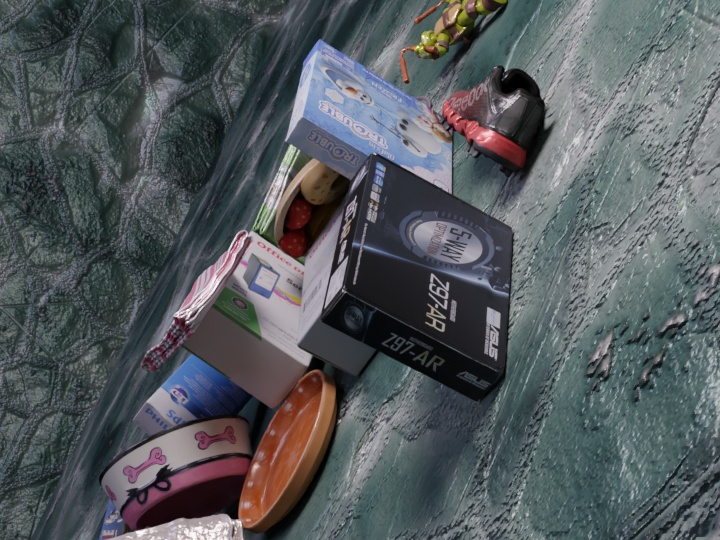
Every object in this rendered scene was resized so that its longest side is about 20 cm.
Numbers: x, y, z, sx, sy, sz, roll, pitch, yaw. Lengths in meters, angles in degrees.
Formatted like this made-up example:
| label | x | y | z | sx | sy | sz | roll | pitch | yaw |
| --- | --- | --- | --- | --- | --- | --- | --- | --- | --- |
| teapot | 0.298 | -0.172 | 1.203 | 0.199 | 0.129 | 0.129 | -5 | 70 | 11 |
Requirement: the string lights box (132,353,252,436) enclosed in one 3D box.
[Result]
| label | x | y | z | sx | sy | sz | roll | pitch | yaw |
| --- | --- | --- | --- | --- | --- | --- | --- | --- | --- |
| string lights box | -0.208 | 0.165 | 1.703 | 0.059 | 0.103 | 0.200 | -47 | 1 | 45 |

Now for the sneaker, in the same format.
| label | x | y | z | sx | sy | sz | roll | pitch | yaw |
| --- | --- | --- | --- | --- | --- | --- | --- | --- | --- |
| sneaker | 0.141 | -0.167 | 1.299 | 0.098 | 0.071 | 0.200 | -59 | 17 | 11 |

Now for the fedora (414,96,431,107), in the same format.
| label | x | y | z | sx | sy | sz | roll | pitch | yaw |
| --- | --- | --- | --- | --- | --- | --- | --- | --- | --- |
| fedora | 0.006 | -0.178 | 1.731 | 0.200 | 0.090 | 0.177 | -44 | 23 | 50 |

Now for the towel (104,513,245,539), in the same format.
| label | x | y | z | sx | sy | sz | roll | pitch | yaw |
| --- | --- | --- | --- | --- | --- | --- | --- | --- | --- |
| towel | -0.219 | 0.343 | 1.371 | 0.133 | 0.199 | 0.035 | -106 | 2 | -45 |

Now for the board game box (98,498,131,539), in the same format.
| label | x | y | z | sx | sy | sz | roll | pitch | yaw |
| --- | --- | --- | --- | --- | --- | --- | --- | --- | --- |
| board game box | -0.368 | 0.426 | 1.899 | 0.200 | 0.034 | 0.136 | -91 | 1 | -62 |

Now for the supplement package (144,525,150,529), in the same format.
| label | x | y | z | sx | sy | sz | roll | pitch | yaw |
| --- | --- | --- | --- | --- | --- | --- | --- | --- | --- |
| supplement package | -0.263 | 0.443 | 1.487 | 0.200 | 0.111 | 0.156 | -56 | 16 | 23 |

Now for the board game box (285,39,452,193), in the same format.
| label | x | y | z | sx | sy | sz | roll | pitch | yaw |
| --- | --- | --- | --- | --- | --- | --- | --- | --- | --- |
| board game box | 0.017 | -0.164 | 1.457 | 0.043 | 0.200 | 0.199 | -51 | 18 | 32 |

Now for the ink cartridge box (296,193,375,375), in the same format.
| label | x | y | z | sx | sy | sz | roll | pitch | yaw |
| --- | --- | --- | --- | --- | --- | --- | --- | --- | --- |
| ink cartridge box | 0.000 | 0.000 | 1.449 | 0.146 | 0.083 | 0.200 | -55 | 16 | 26 |

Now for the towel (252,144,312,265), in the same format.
| label | x | y | z | sx | sy | sz | roll | pitch | yaw |
| --- | --- | --- | --- | --- | --- | --- | --- | --- | --- |
| towel | -0.067 | -0.111 | 1.799 | 0.031 | 0.149 | 0.201 | 9 | 71 | 42 |

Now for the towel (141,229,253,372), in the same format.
| label | x | y | z | sx | sy | sz | roll | pitch | yaw |
| --- | --- | --- | --- | --- | --- | --- | --- | --- | --- |
| towel | -0.202 | 0.038 | 1.500 | 0.147 | 0.030 | 0.200 | -58 | 10 | -29 |

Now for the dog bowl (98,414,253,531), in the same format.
| label | x | y | z | sx | sy | sz | roll | pitch | yaw |
| --- | --- | --- | --- | --- | --- | --- | --- | --- | --- |
| dog bowl | -0.219 | 0.259 | 1.552 | 0.200 | 0.200 | 0.074 | -47 | 59 | 44 |

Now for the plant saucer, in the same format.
| label | x | y | z | sx | sy | sz | roll | pitch | yaw |
| --- | --- | --- | --- | --- | --- | --- | --- | --- | --- |
| plant saucer | -0.081 | 0.212 | 1.444 | 0.201 | 0.032 | 0.200 | -56 | 15 | 23 |

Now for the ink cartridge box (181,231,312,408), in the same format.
| label | x | y | z | sx | sy | sz | roll | pitch | yaw |
| --- | --- | --- | --- | --- | --- | --- | --- | --- | --- |
| ink cartridge box | -0.125 | 0.058 | 1.589 | 0.088 | 0.145 | 0.200 | -51 | 8 | 27 |

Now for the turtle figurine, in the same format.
| label | x | y | z | sx | sy | sz | roll | pitch | yaw |
| --- | --- | --- | --- | --- | --- | --- | --- | --- | --- |
| turtle figurine | 0.127 | -0.328 | 1.649 | 0.161 | 0.064 | 0.200 | -37 | 19 | 42 |

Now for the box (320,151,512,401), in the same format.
| label | x | y | z | sx | sy | sz | roll | pitch | yaw |
| --- | --- | --- | --- | --- | --- | --- | --- | --- | --- |
| box | 0.055 | 0.001 | 1.109 | 0.044 | 0.160 | 0.200 | -51 | 17 | 38 |

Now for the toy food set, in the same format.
| label | x | y | z | sx | sy | sz | roll | pitch | yaw |
| --- | --- | --- | --- | --- | --- | --- | --- | --- | --- |
| toy food set | -0.023 | -0.090 | 1.566 | 0.198 | 0.049 | 0.200 | -8 | -43 | -51 |
